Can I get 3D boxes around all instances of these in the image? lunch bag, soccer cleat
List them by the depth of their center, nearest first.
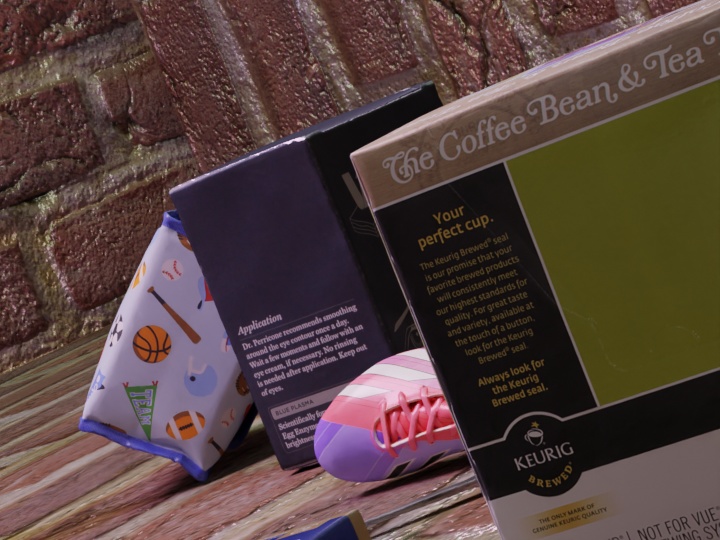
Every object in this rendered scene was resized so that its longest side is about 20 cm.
[{"bbox_3d":[0.060,0.073,1.391,0.199,0.067,0.076,-18,10,16],"label":"soccer cleat"},{"bbox_3d":[-0.111,0.043,1.819,0.200,0.123,0.171,-82,17,-83],"label":"lunch bag"}]

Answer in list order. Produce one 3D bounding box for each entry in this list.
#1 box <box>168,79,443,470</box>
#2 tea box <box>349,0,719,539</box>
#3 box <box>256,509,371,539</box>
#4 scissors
[{"bbox_3d":[0.000,0.000,1.669,0.117,0.201,0.197,-20,4,30],"label":"box"},{"bbox_3d":[0.136,-0.001,0.994,0.199,0.198,0.134,-19,5,26],"label":"tea box"},{"bbox_3d":[-0.087,0.167,1.159,0.121,0.033,0.200,-20,6,29],"label":"box"},{"bbox_3d":[0.080,0.100,1.291,0.199,0.014,0.073,-22,7,19],"label":"scissors"}]
